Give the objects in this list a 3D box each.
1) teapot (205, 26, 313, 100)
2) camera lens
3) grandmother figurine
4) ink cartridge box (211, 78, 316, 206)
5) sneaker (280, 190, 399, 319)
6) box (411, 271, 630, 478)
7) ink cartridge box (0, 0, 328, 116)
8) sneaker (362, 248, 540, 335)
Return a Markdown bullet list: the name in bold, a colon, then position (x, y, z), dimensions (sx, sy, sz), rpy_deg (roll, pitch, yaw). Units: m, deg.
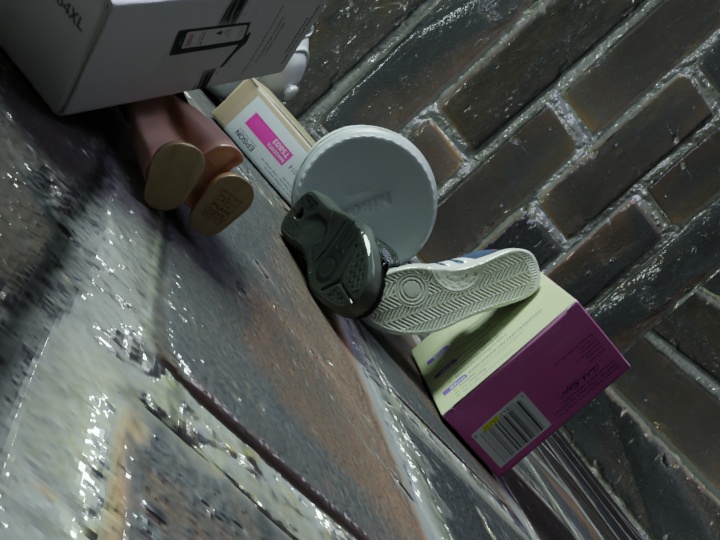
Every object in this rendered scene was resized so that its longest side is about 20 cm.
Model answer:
- **teapot**: position (-0.146, -0.307, 1.281), dimensions (0.146, 0.197, 0.200), rpy_deg (50, 12, 8)
- **camera lens**: position (0.003, -0.083, 0.984), dimensions (0.160, 0.160, 0.200), rpy_deg (48, 5, -8)
- **grandmother figurine**: position (-0.129, -0.103, 0.573), dimensions (0.121, 0.060, 0.200), rpy_deg (44, 9, -47)
- **ink cartridge box**: position (-0.095, -0.154, 1.166), dimensions (0.200, 0.075, 0.165), rpy_deg (50, 6, -1)
- **sneaker**: position (0.000, 0.000, 0.803), dimensions (0.114, 0.076, 0.199), rpy_deg (36, 5, -27)
- **box**: position (0.164, 0.097, 0.949), dimensions (0.097, 0.176, 0.200), rpy_deg (47, 5, -14)
- **ink cartridge box**: position (-0.134, -0.186, 0.526), dimensions (0.146, 0.084, 0.200), rpy_deg (49, 37, 10)
- **sneaker**: position (0.088, 0.023, 0.928), dimensions (0.084, 0.198, 0.076), rpy_deg (173, -92, -78)
